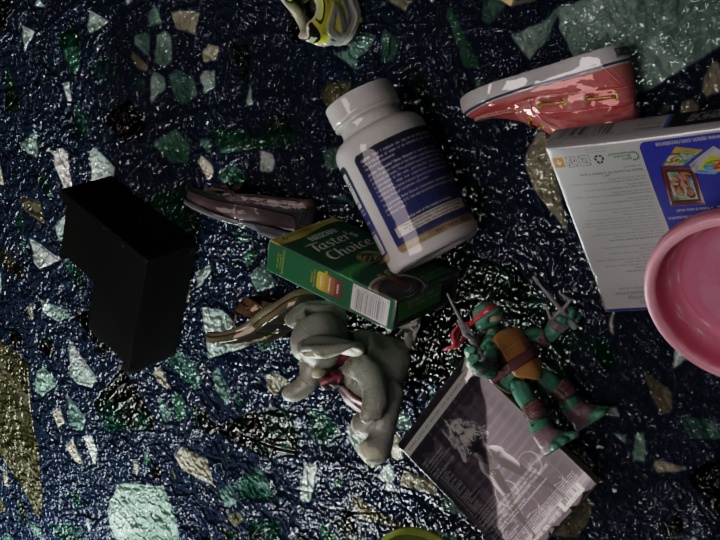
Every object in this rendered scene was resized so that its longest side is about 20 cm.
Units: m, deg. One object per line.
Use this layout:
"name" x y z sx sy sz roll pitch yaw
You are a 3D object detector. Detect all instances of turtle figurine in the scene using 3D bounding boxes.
"turtle figurine" 0.175 0.092 1.369 0.200 0.149 0.101 56 158 6

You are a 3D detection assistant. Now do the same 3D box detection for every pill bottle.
"pill bottle" 0.041 -0.108 1.426 0.111 0.111 0.201 -31 84 43

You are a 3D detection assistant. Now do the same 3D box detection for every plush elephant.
"plush elephant" -0.024 0.114 1.520 0.154 0.165 0.201 15 103 -6

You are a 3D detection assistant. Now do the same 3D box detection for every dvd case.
"dvd case" 0.150 0.214 1.420 0.200 0.016 0.149 44 119 18

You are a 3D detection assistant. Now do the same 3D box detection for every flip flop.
"flip flop" -0.125 0.054 1.660 0.200 0.081 0.058 -29 68 42

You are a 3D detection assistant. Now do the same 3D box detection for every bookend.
"bookend" -0.344 0.006 1.821 0.198 0.092 0.201 35 127 30

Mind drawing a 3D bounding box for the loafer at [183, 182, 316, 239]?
"loafer" -0.137 -0.084 1.633 0.199 0.072 0.063 20 98 29

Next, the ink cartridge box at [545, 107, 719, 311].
"ink cartridge box" 0.301 -0.055 1.231 0.197 0.047 0.201 -4 126 36

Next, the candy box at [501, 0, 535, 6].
"candy box" 0.158 -0.380 1.265 0.115 0.055 0.201 40 128 24

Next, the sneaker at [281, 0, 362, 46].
"sneaker" -0.067 -0.351 1.462 0.075 0.076 0.201 -34 80 45

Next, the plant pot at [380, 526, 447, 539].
"plant pot" 0.031 0.446 1.574 0.199 0.190 0.201 15 113 38

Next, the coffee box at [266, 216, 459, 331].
"coffee box" 0.000 0.000 1.493 0.200 0.123 0.044 25 122 35

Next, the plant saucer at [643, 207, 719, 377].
"plant saucer" 0.367 0.019 1.185 0.200 0.051 0.201 18 134 20

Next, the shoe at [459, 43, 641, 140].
"shoe" 0.192 -0.160 1.300 0.199 0.071 0.091 -13 93 40

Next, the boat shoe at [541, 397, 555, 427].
"boat shoe" 0.142 0.210 1.472 0.200 0.071 0.091 -16 90 41
